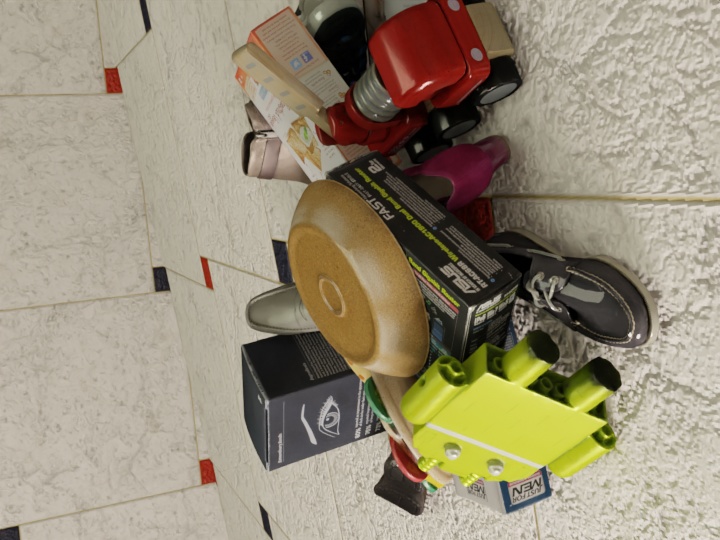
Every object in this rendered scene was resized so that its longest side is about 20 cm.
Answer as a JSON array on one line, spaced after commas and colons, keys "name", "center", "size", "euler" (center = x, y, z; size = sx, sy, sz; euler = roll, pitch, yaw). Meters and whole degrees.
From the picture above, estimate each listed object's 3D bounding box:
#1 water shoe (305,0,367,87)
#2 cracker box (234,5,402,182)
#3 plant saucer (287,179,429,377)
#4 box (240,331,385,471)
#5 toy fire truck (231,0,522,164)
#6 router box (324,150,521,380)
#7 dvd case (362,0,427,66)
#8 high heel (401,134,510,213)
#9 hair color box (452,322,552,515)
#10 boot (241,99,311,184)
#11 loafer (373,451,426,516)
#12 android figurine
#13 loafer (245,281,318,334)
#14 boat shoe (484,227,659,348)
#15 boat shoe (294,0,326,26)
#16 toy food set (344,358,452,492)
[{"name": "water shoe", "center": [-0.011, -0.218, 0.882], "size": [0.079, 0.071, 0.200], "euler": [55, 168, 21]}, {"name": "cracker box", "center": [-0.051, -0.169, 0.868], "size": [0.201, 0.058, 0.134], "euler": [53, 163, -4]}, {"name": "plant saucer", "center": [-0.014, 0.017, 0.726], "size": [0.200, 0.035, 0.201], "euler": [42, 148, 35]}, {"name": "box", "center": [-0.052, 0.158, 1.056], "size": [0.105, 0.198, 0.149], "euler": [-124, 30, -42]}, {"name": "toy fire truck", "center": [0.008, -0.171, 0.694], "size": [0.176, 0.199, 0.130], "euler": [-36, 74, 58]}, {"name": "router box", "center": [0.047, 0.008, 0.718], "size": [0.200, 0.062, 0.151], "euler": [45, 151, 32]}, {"name": "dvd case", "center": [0.043, -0.247, 0.832], "size": [0.142, 0.017, 0.202], "euler": [27, 128, 60]}, {"name": "high heel", "center": [0.051, -0.061, 0.750], "size": [0.199, 0.096, 0.068], "euler": [-23, 98, 45]}, {"name": "hair color box", "center": [0.124, 0.135, 0.809], "size": [0.100, 0.060, 0.202], "euler": [172, 85, -68]}, {"name": "boot", "center": [-0.080, -0.140, 1.014], "size": [0.070, 0.145, 0.202], "euler": [-138, 40, -56]}, {"name": "loafer", "center": [0.068, 0.264, 1.033], "size": [0.073, 0.071, 0.201], "euler": [27, 151, 9]}, {"name": "android figurine", "center": [0.122, 0.128, 0.673], "size": [0.200, 0.181, 0.041], "euler": [-51, 23, 40]}, {"name": "loafer", "center": [-0.053, 0.042, 0.999], "size": [0.070, 0.198, 0.071], "euler": [38, -138, -81]}, {"name": "boat shoe", "center": [0.158, 0.018, 0.659], "size": [0.200, 0.062, 0.073], "euler": [36, 135, 56]}, {"name": "boat shoe", "center": [-0.045, -0.312, 0.943], "size": [0.061, 0.073, 0.200], "euler": [-63, 5, -6]}, {"name": "toy food set", "center": [0.049, 0.155, 0.894], "size": [0.200, 0.048, 0.199], "euler": [48, -164, -49]}]
